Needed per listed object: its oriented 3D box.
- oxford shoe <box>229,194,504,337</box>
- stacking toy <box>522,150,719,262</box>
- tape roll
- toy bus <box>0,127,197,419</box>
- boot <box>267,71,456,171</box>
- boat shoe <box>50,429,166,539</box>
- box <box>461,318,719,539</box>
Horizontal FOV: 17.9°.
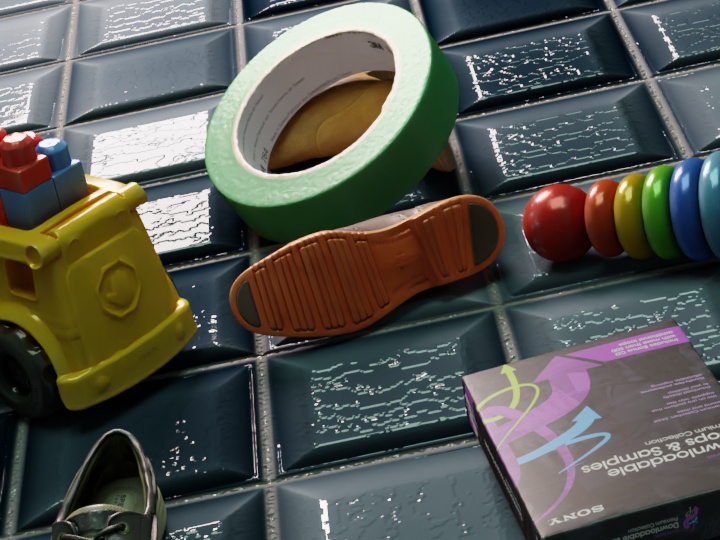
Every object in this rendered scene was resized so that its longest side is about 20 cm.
[{"bbox_3d":[0.000,0.000,1.593,0.199,0.072,0.073,-15,6,-16],"label":"oxford shoe"},{"bbox_3d":[0.203,-0.038,1.556,0.199,0.086,0.085,-6,26,25],"label":"stacking toy"},{"bbox_3d":[-0.023,-0.114,1.738,0.200,0.048,0.201,-22,43,21],"label":"tape roll"},{"bbox_3d":[-0.233,-0.016,1.569,0.199,0.193,0.136,11,36,42],"label":"toy bus"},{"bbox_3d":[-0.010,-0.107,1.807,0.143,0.071,0.201,-23,29,0],"label":"boot"},{"bbox_3d":[-0.151,0.163,1.317,0.073,0.065,0.200,-10,27,2],"label":"boat shoe"},{"bbox_3d":[0.150,0.101,1.343,0.142,0.036,0.200,-15,28,-5],"label":"box"}]
